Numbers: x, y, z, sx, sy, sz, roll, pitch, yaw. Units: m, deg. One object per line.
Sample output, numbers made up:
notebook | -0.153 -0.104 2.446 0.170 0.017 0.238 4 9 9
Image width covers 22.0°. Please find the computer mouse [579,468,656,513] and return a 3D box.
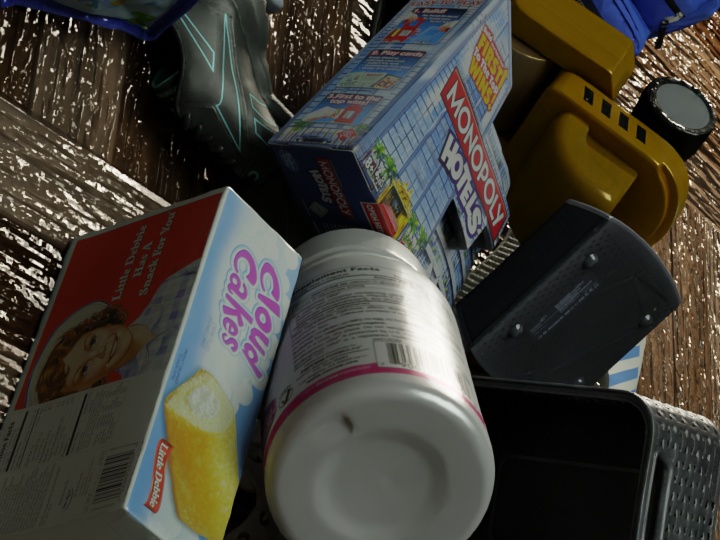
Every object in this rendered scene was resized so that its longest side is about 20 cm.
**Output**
computer mouse | 0.150 0.133 1.226 0.044 0.200 0.110 -47 120 -16

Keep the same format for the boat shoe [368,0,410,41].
boat shoe | 0.031 -0.137 1.274 0.061 0.072 0.201 39 41 -29

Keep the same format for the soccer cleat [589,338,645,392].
soccer cleat | 0.182 0.069 1.413 0.200 0.070 0.086 -62 142 -44

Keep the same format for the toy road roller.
toy road roller | 0.138 -0.092 1.299 0.200 0.123 0.146 37 44 4

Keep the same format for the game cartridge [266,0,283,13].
game cartridge | -0.094 -0.276 1.171 0.133 0.040 0.200 32 50 -57

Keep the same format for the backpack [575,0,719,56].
backpack | 0.187 -0.236 1.422 0.163 0.200 0.168 48 41 -33

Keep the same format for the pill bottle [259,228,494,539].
pill bottle | 0.002 0.061 0.977 0.113 0.113 0.200 56 10 -24

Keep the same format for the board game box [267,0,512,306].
board game box | 0.044 -0.074 1.139 0.200 0.062 0.200 -60 143 -32

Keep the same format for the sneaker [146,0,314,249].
sneaker | -0.083 -0.090 1.103 0.079 0.075 0.200 -24 98 -34

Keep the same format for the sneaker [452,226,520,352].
sneaker | 0.130 0.019 1.345 0.200 0.074 0.082 -46 118 -48

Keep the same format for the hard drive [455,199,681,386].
hard drive | 0.138 0.025 1.236 0.042 0.135 0.200 49 6 27

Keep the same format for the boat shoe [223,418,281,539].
boat shoe | -0.063 0.124 1.018 0.069 0.071 0.200 56 38 -27

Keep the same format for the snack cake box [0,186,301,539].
snack cake box | -0.113 0.063 0.934 0.067 0.115 0.200 45 43 -34

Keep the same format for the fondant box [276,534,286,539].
fondant box | -0.012 0.192 1.003 0.200 0.058 0.144 -38 144 -57

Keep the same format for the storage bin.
storage bin | 0.106 0.140 1.121 0.094 0.200 0.135 21 76 -51

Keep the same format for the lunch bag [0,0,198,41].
lunch bag | -0.116 -0.242 0.978 0.127 0.200 0.170 9 67 -32
